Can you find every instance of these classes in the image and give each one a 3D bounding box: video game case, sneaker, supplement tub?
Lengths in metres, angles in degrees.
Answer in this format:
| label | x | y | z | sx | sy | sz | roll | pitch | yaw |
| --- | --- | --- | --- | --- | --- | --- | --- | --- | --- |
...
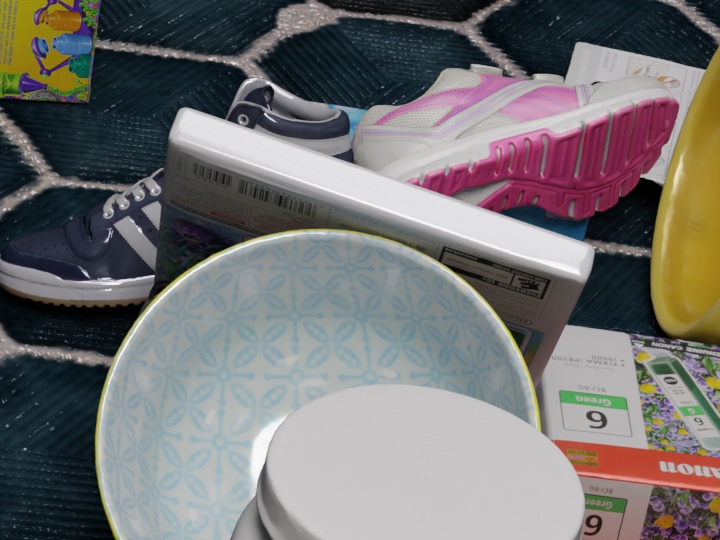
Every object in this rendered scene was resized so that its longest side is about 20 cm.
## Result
| label | x | y | z | sx | sy | sz | roll | pitch | yaw |
| --- | --- | --- | --- | --- | --- | --- | --- | --- | --- |
| video game case | 0.000 | 0.000 | 1.292 | 0.200 | 0.182 | 0.024 | 19 | 66 | 1 |
| sneaker | -0.095 | -0.042 | 1.422 | 0.200 | 0.109 | 0.070 | -3 | 18 | 1 |
| sneaker | 0.081 | -0.077 | 1.468 | 0.200 | 0.081 | 0.088 | -13 | 49 | -27 |
| supplement tub | 0.010 | 0.161 | 1.068 | 0.140 | 0.200 | 0.140 | 8 | 31 | -5 |

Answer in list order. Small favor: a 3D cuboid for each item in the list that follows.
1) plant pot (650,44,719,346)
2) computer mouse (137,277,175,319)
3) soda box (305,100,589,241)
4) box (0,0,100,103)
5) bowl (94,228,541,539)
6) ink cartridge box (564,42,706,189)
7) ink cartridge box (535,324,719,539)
| label | x | y | z | sx | sy | sz | roll | pitch | yaw |
| --- | --- | --- | --- | --- | --- | --- | --- | --- | --- |
| plant pot | 0.282 | -0.031 | 1.480 | 0.189 | 0.201 | 0.201 | 17 | 30 | -11 |
| computer mouse | -0.016 | 0.070 | 1.325 | 0.200 | 0.044 | 0.110 | 10 | 62 | -2 |
| soda box | 0.028 | -0.045 | 1.537 | 0.200 | 0.064 | 0.068 | 9 | 32 | -4 |
| box | -0.250 | -0.218 | 1.601 | 0.192 | 0.200 | 0.122 | 3 | 32 | -14 |
| bowl | -0.019 | 0.092 | 1.236 | 0.200 | 0.108 | 0.200 | 0 | 70 | 0 |
| ink cartridge box | 0.218 | -0.069 | 1.653 | 0.200 | 0.057 | 0.163 | 8 | 31 | 8 |
| ink cartridge box | 0.142 | 0.104 | 1.342 | 0.109 | 0.050 | 0.200 | 8 | 31 | -5 |
